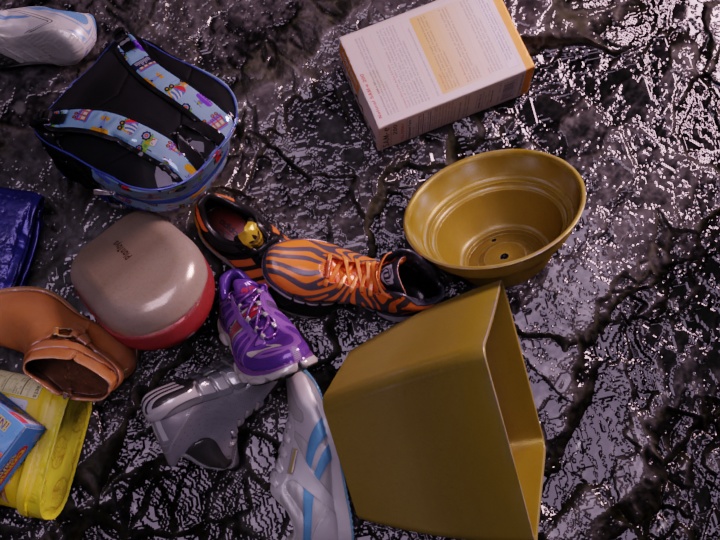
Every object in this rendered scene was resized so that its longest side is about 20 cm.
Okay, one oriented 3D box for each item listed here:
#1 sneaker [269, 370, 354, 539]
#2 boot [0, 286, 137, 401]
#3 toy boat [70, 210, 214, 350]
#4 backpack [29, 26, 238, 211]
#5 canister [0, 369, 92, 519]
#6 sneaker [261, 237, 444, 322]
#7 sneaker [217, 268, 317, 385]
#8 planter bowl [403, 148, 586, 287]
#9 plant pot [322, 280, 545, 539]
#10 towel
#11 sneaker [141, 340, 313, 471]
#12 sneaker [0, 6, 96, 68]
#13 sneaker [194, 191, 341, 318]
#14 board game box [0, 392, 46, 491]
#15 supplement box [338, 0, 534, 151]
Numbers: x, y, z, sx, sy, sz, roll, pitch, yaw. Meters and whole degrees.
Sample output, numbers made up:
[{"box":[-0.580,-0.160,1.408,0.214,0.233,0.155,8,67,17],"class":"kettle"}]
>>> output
[{"box":[-0.060,0.203,1.089,0.080,0.077,0.201,-10,84,-4],"class":"sneaker"},{"box":[-0.337,0.078,1.089,0.199,0.155,0.074,8,106,-4],"class":"boot"},{"box":[-0.225,0.028,1.133,0.130,0.131,0.200,-39,35,-12],"class":"toy boat"},{"box":[-0.230,-0.149,1.148,0.199,0.135,0.183,28,66,20],"class":"backpack"},{"box":[-0.410,0.174,1.115,0.199,0.087,0.149,11,77,6],"class":"canister"},{"box":[0.000,0.000,1.102,0.199,0.112,0.078,11,75,-20],"class":"sneaker"},{"box":[-0.112,0.056,1.084,0.080,0.200,0.084,-20,118,-21],"class":"sneaker"},{"box":[0.153,-0.041,1.138,0.199,0.084,0.201,-12,40,10],"class":"planter bowl"},{"box":[0.074,0.149,1.033,0.176,0.200,0.201,-13,105,16],"class":"plant pot"},{"box":[-0.476,-0.035,1.196,0.199,0.050,0.148,12,72,3],"class":"towel"},{"box":[-0.133,0.155,1.130,0.199,0.075,0.116,-20,103,-21],"class":"sneaker"},{"box":[-0.417,-0.290,1.259,0.199,0.072,0.073,7,41,10],"class":"sneaker"},{"box":[-0.108,-0.017,1.154,0.200,0.090,0.070,35,78,11],"class":"sneaker"},{"box":[-0.460,0.183,1.046,0.200,0.056,0.196,35,84,12],"class":"board game box"},{"box":[0.088,-0.242,1.218,0.199,0.074,0.127,-21,75,-4],"class":"supplement box"}]
